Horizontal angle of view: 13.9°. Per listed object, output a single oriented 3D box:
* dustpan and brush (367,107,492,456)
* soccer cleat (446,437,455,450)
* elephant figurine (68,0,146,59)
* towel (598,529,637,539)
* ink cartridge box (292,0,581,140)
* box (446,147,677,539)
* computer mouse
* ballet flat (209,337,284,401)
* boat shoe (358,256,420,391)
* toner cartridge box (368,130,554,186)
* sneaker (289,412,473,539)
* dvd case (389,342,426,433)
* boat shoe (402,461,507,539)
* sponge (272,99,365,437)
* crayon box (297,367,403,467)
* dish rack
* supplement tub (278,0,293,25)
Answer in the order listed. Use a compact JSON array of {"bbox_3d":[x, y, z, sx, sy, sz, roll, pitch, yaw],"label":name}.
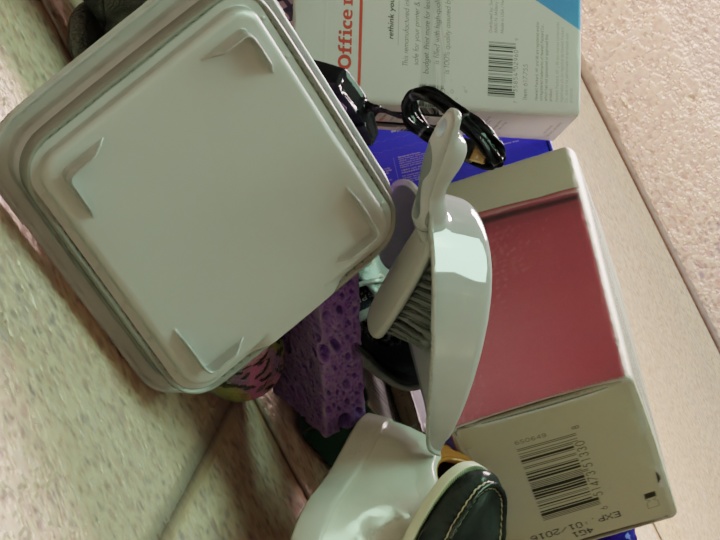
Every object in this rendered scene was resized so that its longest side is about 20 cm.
[{"bbox_3d":[0.037,-0.013,1.562,0.057,0.200,0.140,5,47,-21],"label":"dustpan and brush"},{"bbox_3d":[0.098,0.176,1.810,0.076,0.067,0.200,-33,100,-35],"label":"soccer cleat"},{"bbox_3d":[-0.115,-0.132,1.683,0.141,0.155,0.200,9,-66,58],"label":"elephant figurine"},{"bbox_3d":[0.125,0.165,1.912,0.148,0.050,0.200,5,-84,61],"label":"towel"},{"bbox_3d":[0.029,-0.146,1.781,0.068,0.200,0.116,136,-43,-74],"label":"ink cartridge box"},{"bbox_3d":[0.104,0.048,1.730,0.200,0.109,0.128,-100,170,-47],"label":"box"},{"bbox_3d":[0.004,-0.079,1.608,0.200,0.034,0.059,16,-39,51],"label":"computer mouse"},{"bbox_3d":[-0.090,-0.006,1.584,0.071,0.069,0.200,7,-47,55],"label":"ballet flat"},{"bbox_3d":[-0.001,0.001,1.734,0.201,0.070,0.072,54,15,-46],"label":"boat shoe"},{"bbox_3d":[0.019,-0.063,1.855,0.095,0.200,0.043,-102,178,-46],"label":"toner cartridge box"},{"bbox_3d":[0.011,0.150,1.565,0.200,0.085,0.073,-60,163,-49],"label":"sneaker"},{"bbox_3d":[0.037,0.047,1.907,0.149,0.016,0.200,44,24,-56],"label":"dvd case"},{"bbox_3d":[0.047,0.199,1.531,0.075,0.066,0.199,34,73,-47],"label":"boat shoe"},{"bbox_3d":[-0.040,-0.018,1.633,0.112,0.030,0.200,39,-40,49],"label":"sponge"},{"bbox_3d":[0.016,0.097,1.881,0.200,0.052,0.126,50,19,-46],"label":"crayon box"},{"bbox_3d":[-0.075,-0.039,1.502,0.044,0.172,0.200,37,-16,53],"label":"dish rack"},{"bbox_3d":[-0.045,-0.215,1.887,0.140,0.200,0.140,58,15,-25],"label":"supplement tub"}]
